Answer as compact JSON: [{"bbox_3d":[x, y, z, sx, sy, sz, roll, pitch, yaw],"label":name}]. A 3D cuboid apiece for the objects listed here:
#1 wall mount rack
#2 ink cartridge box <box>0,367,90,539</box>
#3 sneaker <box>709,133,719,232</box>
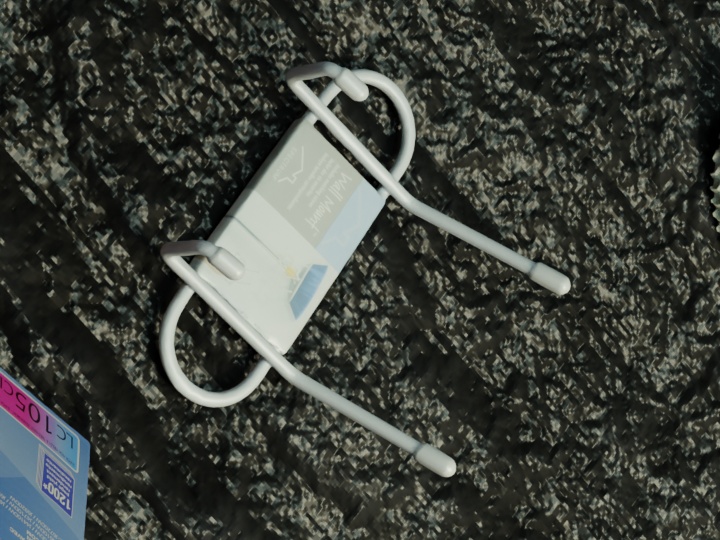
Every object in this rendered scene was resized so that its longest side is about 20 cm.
[{"bbox_3d":[0.000,0.000,1.440,0.174,0.075,0.200,44,67,-24],"label":"wall mount rack"},{"bbox_3d":[-0.188,0.112,1.243,0.136,0.076,0.200,42,23,-25],"label":"ink cartridge box"},{"bbox_3d":[0.262,-0.012,1.625,0.099,0.070,0.200,-29,108,-38],"label":"sneaker"}]
